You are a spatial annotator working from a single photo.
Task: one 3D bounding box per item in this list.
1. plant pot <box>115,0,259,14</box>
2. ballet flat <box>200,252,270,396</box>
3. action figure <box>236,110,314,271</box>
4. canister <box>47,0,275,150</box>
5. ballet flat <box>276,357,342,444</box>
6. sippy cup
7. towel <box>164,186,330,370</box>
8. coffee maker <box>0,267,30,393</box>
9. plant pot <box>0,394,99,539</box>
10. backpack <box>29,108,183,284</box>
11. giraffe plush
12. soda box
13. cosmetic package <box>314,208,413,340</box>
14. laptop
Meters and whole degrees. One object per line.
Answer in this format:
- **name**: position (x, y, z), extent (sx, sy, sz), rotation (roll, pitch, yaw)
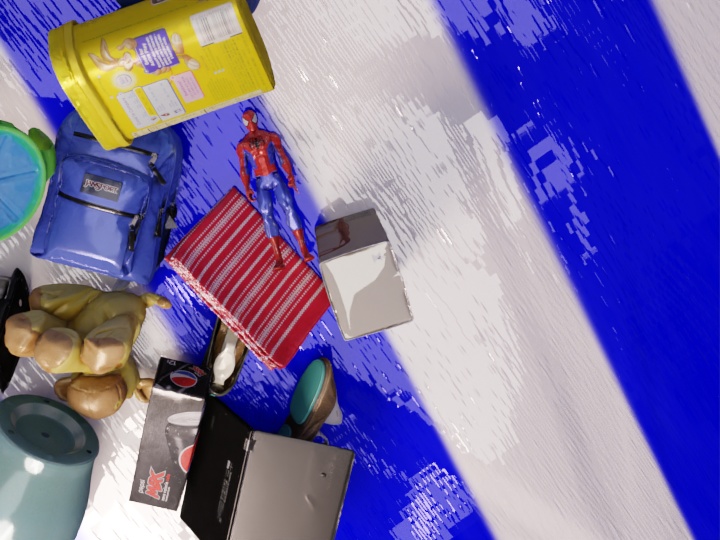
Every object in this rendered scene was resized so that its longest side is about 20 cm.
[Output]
- **plant pot**: position (-0.206, -0.366, 1.137), extent (0.199, 0.200, 0.181), rotation (-13, 110, -1)
- **ballet flat**: position (-0.155, 0.073, 1.299), extent (0.068, 0.068, 0.201), rotation (15, 101, -10)
- **action figure**: position (-0.111, -0.103, 1.262), extent (0.065, 0.052, 0.201), rotation (-18, 87, 2)
- **canister**: position (-0.204, -0.221, 1.076), extent (0.199, 0.087, 0.149), rotation (-18, 145, 4)
- **ballet flat**: position (-0.068, 0.208, 1.343), extent (0.072, 0.068, 0.201), rotation (21, 101, -28)
- **sippy cup**: position (-0.432, -0.113, 1.100), extent (0.178, 0.130, 0.140), rotation (22, 96, -53)
- **towel**: position (-0.131, 0.010, 1.269), extent (0.200, 0.022, 0.145), rotation (47, 55, -13)
- **coffee maker**: position (-0.519, 0.073, 1.214), extent (0.199, 0.192, 0.135), rotation (5, 119, -3)
- **plant pot**: position (-0.420, 0.265, 1.244), extent (0.199, 0.200, 0.188), rotation (29, 108, -9)
- **backpack**: position (-0.290, -0.096, 1.205), extent (0.162, 0.168, 0.201), rotation (15, 95, -12)
- **giraffe plush**: position (-0.329, 0.110, 1.260), extent (0.172, 0.200, 0.163), rotation (18, 120, 20)
- **soda box**: position (-0.243, 0.211, 1.295), extent (0.070, 0.063, 0.201), rotation (14, 122, -6)
- **cosmetic package**: position (0.000, 0.000, 1.225), extent (0.087, 0.200, 0.104), rotation (-17, 103, 0)
- **laptop**: position (-0.128, 0.281, 1.324), extent (0.115, 0.200, 0.188), rotation (5, 104, -38)
